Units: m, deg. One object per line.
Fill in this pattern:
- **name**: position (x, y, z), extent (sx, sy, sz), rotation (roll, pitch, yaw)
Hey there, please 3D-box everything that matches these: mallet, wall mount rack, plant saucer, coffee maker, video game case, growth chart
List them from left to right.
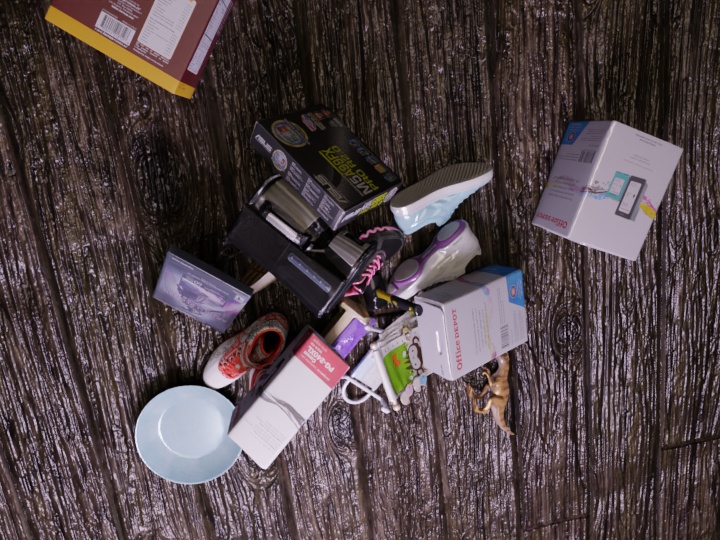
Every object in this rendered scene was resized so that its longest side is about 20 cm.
- **plant saucer**: position (-0.319, 0.304, 1.038), extent (0.197, 0.039, 0.204), rotation (-2, 104, -7)
- **video game case**: position (-0.268, 0.038, 0.916), extent (0.142, 0.200, 0.019), rotation (30, 57, -13)
- **coffee maker**: position (-0.104, -0.022, 0.878), extent (0.199, 0.135, 0.193), rotation (41, 126, 4)
- **wall mount rack**: position (0.025, 0.175, 1.025), extent (0.173, 0.075, 0.201), rotation (36, 96, -28)
- **mallet**: position (0.056, 0.058, 0.951), extent (0.041, 0.200, 0.067), rotation (-19, 112, -19)
- **growth chart**: position (0.091, 0.146, 0.999), extent (0.200, 0.018, 0.146), rotation (-38, 106, -44)

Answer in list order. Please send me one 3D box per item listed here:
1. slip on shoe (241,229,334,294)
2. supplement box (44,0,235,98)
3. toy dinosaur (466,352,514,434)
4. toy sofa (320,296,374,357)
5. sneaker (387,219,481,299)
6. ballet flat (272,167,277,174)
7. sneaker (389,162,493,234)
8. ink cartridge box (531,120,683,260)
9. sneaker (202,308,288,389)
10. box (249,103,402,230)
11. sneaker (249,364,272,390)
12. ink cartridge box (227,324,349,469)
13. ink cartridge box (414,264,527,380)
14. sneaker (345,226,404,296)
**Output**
- **slip on shoe**: position (-0.124, -0.018, 0.975), extent (0.200, 0.076, 0.061), rotation (-42, 123, -1)
- **supplement box**: position (-0.311, -0.402, 0.818), extent (0.195, 0.133, 0.202), rotation (28, 98, -13)
- **toy dinosaur**: position (0.272, 0.260, 1.099), extent (0.104, 0.060, 0.203), rotation (-5, 105, -8)
- **toy sofa**: position (-0.058, 0.147, 1.014), extent (0.097, 0.083, 0.201), rotation (38, 96, -13)
- **sneaker**: position (0.138, 0.002, 1.010), extent (0.199, 0.075, 0.100), rotation (-40, 122, 11)
- **ballet flat**: position (-0.057, -0.162, 0.955), extent (0.197, 0.072, 0.073), rotation (9, 102, -10)
- **sneaker**: position (0.149, -0.129, 0.991), extent (0.197, 0.074, 0.083), rotation (-23, 129, -2)
- **ink cartridge box**: position (0.429, -0.145, 0.978), extent (0.144, 0.147, 0.203), rotation (16, 102, -12)
- **sneaker**: position (-0.211, 0.154, 0.980), extent (0.201, 0.108, 0.067), rotation (-40, 105, 3)
- **box**: position (-0.051, -0.170, 0.866), extent (0.200, 0.160, 0.044), rotation (46, 133, 12)
- **sneaker**: position (-0.183, 0.277, 1.010), extent (0.077, 0.116, 0.203), rotation (-3, 104, -7)
- **ink cartridge box**: position (-0.118, 0.194, 0.882), extent (0.083, 0.145, 0.200), rotation (42, 83, -7)
- **ink cartridge box**: position (0.202, 0.089, 0.996), extent (0.198, 0.084, 0.147), rotation (-20, 109, -31)
- **sneaker**: position (0.000, 0.000, 0.965), extent (0.198, 0.096, 0.079), rotation (-31, 138, -5)
